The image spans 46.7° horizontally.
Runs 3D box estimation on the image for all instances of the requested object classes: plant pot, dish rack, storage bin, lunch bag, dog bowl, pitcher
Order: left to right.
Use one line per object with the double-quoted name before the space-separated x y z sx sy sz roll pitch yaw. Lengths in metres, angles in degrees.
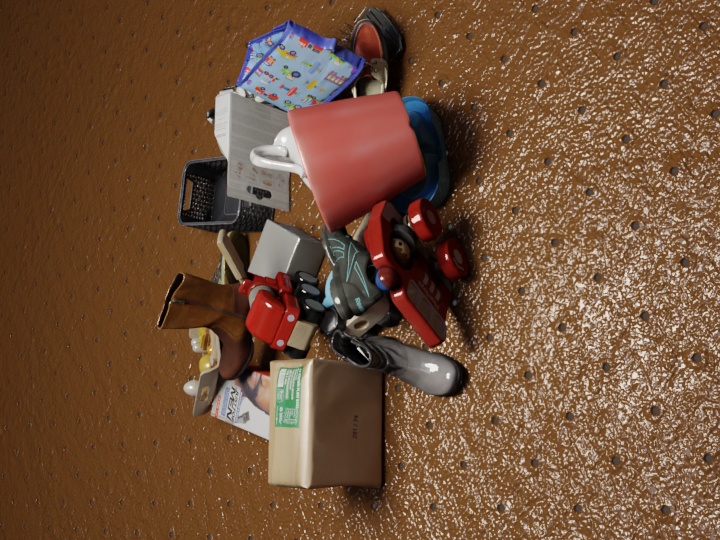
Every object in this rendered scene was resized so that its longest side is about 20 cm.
"storage bin" -0.270 -0.152 1.693 0.198 0.093 0.137 1 83 43
"lunch bag" -0.097 -0.349 1.418 0.199 0.149 0.095 -12 60 57
"pitcher" -0.085 -0.193 1.487 0.199 0.170 0.123 35 138 41
"dish rack" -0.015 -0.383 1.533 0.200 0.054 0.154 -49 55 23
"plant pot" -0.001 -0.184 1.311 0.175 0.201 0.203 -20 65 3
"dog bowl" 0.095 -0.191 1.403 0.111 0.049 0.203 -20 70 38

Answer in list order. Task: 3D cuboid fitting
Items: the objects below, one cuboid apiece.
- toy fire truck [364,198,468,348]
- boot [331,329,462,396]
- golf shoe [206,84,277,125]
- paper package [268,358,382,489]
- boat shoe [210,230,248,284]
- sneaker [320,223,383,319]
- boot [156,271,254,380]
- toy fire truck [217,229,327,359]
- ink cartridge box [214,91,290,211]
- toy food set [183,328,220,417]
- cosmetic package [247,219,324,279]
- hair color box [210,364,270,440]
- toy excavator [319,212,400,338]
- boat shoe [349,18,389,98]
"toy fire truck" 0.077 -0.002 1.276 0.111 0.201 0.169 -25 28 28
"boot" 0.052 0.148 1.322 0.198 0.131 0.071 13 90 42
"golf shoe" -0.231 -0.348 1.694 0.200 0.094 0.078 -40 57 28
"paper package" -0.055 0.251 1.360 0.103 0.190 0.203 -8 76 39
"boat shoe" -0.269 0.021 1.673 0.064 0.073 0.203 -2 81 36
"sneaker" -0.012 -0.010 1.346 0.078 0.076 0.202 -22 50 11
"boot" -0.265 0.104 1.460 0.068 0.199 0.190 35 106 37
"toy fire truck" -0.164 0.035 1.400 0.176 0.198 0.130 -111 44 -65
"ink cartridge box" -0.205 -0.223 1.600 0.057 0.161 0.203 -4 80 42
"toy food set" -0.317 0.163 1.636 0.144 0.060 0.202 109 155 -44
"cosmetic package" -0.152 0.018 1.563 0.106 0.090 0.202 32 100 40
"hair color box" -0.190 0.244 1.568 0.198 0.064 0.113 10 88 41
"toy excavator" 0.000 0.000 1.431 0.194 0.099 0.202 -41 49 27
"boat shoe" 0.014 -0.332 1.449 0.070 0.063 0.203 1 105 7
